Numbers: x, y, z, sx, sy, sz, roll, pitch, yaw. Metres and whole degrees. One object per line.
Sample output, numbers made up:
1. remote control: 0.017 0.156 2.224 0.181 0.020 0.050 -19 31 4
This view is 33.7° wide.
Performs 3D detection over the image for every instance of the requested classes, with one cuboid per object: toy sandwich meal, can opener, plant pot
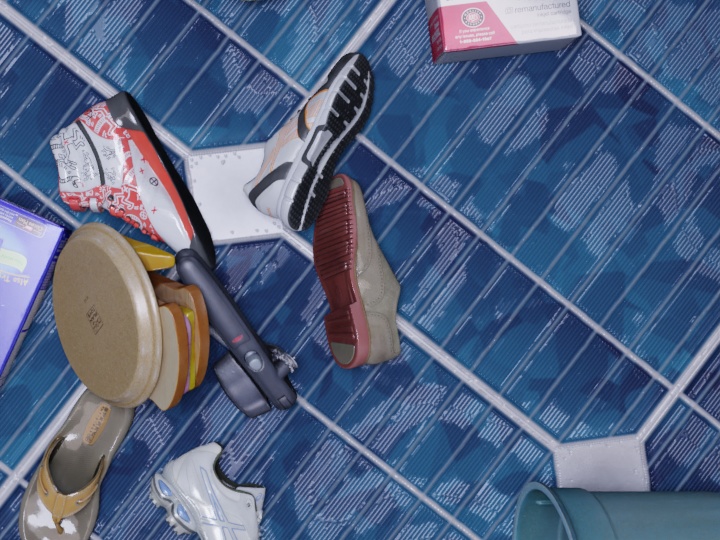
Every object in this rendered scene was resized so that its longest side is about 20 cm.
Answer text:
1. toy sandwich meal: -0.229 0.043 1.174 0.070 0.205 0.206 -14 91 -41
2. can opener: -0.126 0.064 1.193 0.078 0.063 0.201 -33 116 -10
3. plant pot: 0.275 0.304 1.189 0.195 0.200 0.201 -3 90 -12

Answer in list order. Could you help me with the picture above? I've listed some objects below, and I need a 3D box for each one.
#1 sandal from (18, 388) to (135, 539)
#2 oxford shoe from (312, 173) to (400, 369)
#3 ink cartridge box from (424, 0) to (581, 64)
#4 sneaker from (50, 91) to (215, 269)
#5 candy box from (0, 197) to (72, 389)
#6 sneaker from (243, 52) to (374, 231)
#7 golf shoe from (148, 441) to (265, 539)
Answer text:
1. sandal: -0.291 0.207 1.211 0.080 0.054 0.201 24 88 -3
2. oxford shoe: 0.000 0.000 1.235 0.075 0.070 0.201 -1 84 -35
3. ink cartridge box: 0.137 -0.325 1.223 0.144 0.084 0.201 -7 91 -4
4. sneaker: -0.235 -0.070 1.212 0.108 0.067 0.202 -28 95 6
5. candy box: -0.408 0.016 1.193 0.168 0.077 0.201 25 87 -4
6. sneaker: -0.054 -0.142 1.218 0.080 0.074 0.201 20 74 32
7. golf shoe: -0.124 0.267 1.214 0.097 0.078 0.200 -37 93 -9
